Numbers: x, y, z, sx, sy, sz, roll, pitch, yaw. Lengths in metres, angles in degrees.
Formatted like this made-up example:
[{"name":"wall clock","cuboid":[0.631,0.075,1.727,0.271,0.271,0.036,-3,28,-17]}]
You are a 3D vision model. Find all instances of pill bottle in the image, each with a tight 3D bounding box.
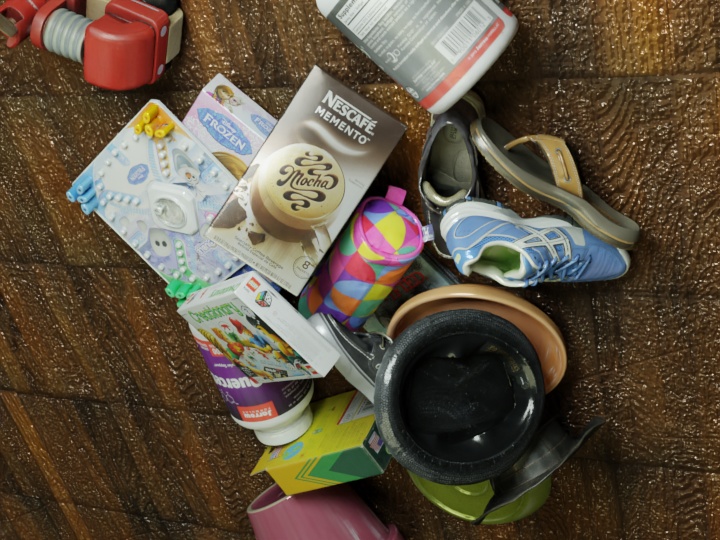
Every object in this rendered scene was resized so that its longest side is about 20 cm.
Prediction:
[{"name":"pill bottle","cuboid":[0.033,-0.245,0.987,0.200,0.116,0.116,42,133,-7]},{"name":"pill bottle","cuboid":[-0.127,0.115,1.361,0.112,0.113,0.200,-3,123,29]}]

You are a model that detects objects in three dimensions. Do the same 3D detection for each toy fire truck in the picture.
[{"name":"toy fire truck","cuboid":[-0.293,-0.245,1.098,0.176,0.200,0.129,24,134,8]}]

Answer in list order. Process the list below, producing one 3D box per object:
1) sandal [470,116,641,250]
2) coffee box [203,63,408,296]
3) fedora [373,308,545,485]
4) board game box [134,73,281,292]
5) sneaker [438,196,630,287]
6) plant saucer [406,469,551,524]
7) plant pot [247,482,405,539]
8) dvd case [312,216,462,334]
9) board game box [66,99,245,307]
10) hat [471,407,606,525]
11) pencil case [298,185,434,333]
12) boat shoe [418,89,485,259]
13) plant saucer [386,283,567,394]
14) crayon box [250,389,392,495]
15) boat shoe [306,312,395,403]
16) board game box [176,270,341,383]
[{"name":"sandal","cuboid":[0.193,-0.092,1.057,0.200,0.082,0.055,35,115,-2]},{"name":"coffee box","cuboid":[-0.054,-0.090,1.106,0.113,0.080,0.200,33,94,-3]},{"name":"fedora","cuboid":[0.092,0.130,1.165,0.201,0.201,0.092,49,162,-15]},{"name":"board game box","cuboid":[-0.128,-0.083,1.223,0.200,0.041,0.200,38,133,-4]},{"name":"sneaker","cuboid":[0.175,-0.012,1.100,0.200,0.077,0.076,8,133,-11]},{"name":"plant saucer","cuboid":[0.139,0.255,1.394,0.200,0.031,0.200,14,131,17]},{"name":"plant pot","cuboid":[-0.053,0.364,1.487,0.200,0.200,0.179,-27,94,40]},{"name":"dvd case","cuboid":[0.041,0.024,1.265,0.200,0.022,0.146,46,132,-12]},{"name":"board game box","cuboid":[-0.213,-0.065,1.237,0.200,0.026,0.200,46,133,-11]},{"name":"hat","cuboid":[0.176,0.201,1.244,0.081,0.200,0.201,50,134,9]},{"name":"pencil case","cuboid":[0.000,0.000,1.187,0.088,0.088,0.200,35,139,-2]},{"name":"boat shoe","cuboid":[0.089,-0.087,1.120,0.072,0.065,0.200,15,132,15]},{"name":"plant saucer","cuboid":[0.129,0.080,1.224,0.200,0.038,0.200,9,139,8]},{"name":"crayon box","cuboid":[-0.033,0.210,1.383,0.200,0.127,0.051,-21,115,39]},{"name":"boat shoe","cuboid":[0.018,0.101,1.208,0.066,0.070,0.200,-39,123,3]},{"name":"board game box","cuboid":[-0.112,0.065,1.176,0.126,0.035,0.200,45,157,-13]}]
